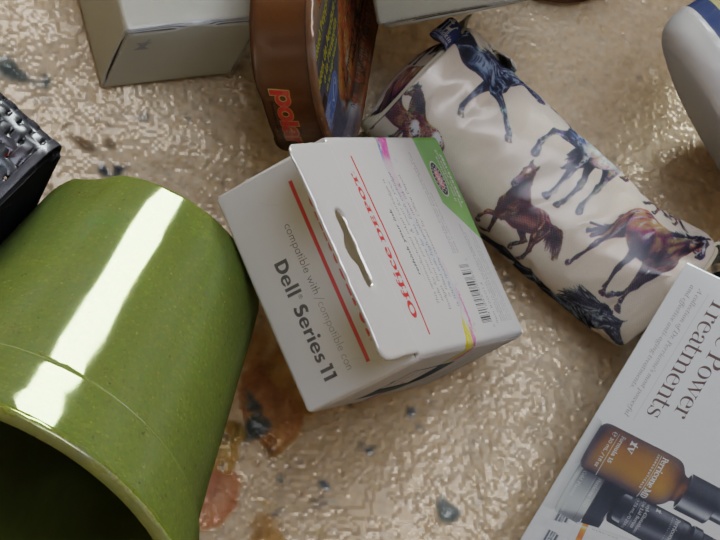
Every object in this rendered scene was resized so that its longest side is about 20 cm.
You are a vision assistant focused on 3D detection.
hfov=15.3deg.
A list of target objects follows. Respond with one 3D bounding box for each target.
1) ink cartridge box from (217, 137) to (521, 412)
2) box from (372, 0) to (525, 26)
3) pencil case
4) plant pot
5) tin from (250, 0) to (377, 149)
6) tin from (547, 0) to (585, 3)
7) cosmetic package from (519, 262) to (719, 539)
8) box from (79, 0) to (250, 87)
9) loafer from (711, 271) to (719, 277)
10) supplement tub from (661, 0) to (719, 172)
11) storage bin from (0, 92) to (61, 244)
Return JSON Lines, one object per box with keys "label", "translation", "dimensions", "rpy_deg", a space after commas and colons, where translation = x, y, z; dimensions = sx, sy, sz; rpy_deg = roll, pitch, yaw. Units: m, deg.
{"label": "ink cartridge box", "translation": [0.000, 0.000, 1.310], "dimensions": [0.118, 0.067, 0.200], "rpy_deg": [66, 20, 7]}
{"label": "box", "translation": [0.041, -0.234, 1.397], "dimensions": [0.095, 0.077, 0.202], "rpy_deg": [-26, 106, -65]}
{"label": "pencil case", "translation": [0.100, -0.046, 1.432], "dimensions": [0.200, 0.078, 0.090], "rpy_deg": [41, 79, 2]}
{"label": "plant pot", "translation": [-0.136, 0.059, 1.255], "dimensions": [0.199, 0.200, 0.191], "rpy_deg": [30, 49, -5]}
{"label": "tin", "translation": [-0.021, -0.152, 1.399], "dimensions": [0.042, 0.112, 0.201], "rpy_deg": [1, 51, 11]}
{"label": "tin", "translation": [0.079, -0.235, 1.532], "dimensions": [0.200, 0.042, 0.112], "rpy_deg": [41, 56, 2]}
{"label": "cosmetic package", "translation": [0.180, 0.116, 1.334], "dimensions": [0.150, 0.052, 0.201], "rpy_deg": [27, 78, 26]}
{"label": "box", "translation": [-0.119, -0.204, 1.429], "dimensions": [0.082, 0.068, 0.201], "rpy_deg": [-7, 70, -22]}
{"label": "loafer", "translation": [0.195, 0.098, 1.417], "dimensions": [0.071, 0.073, 0.202], "rpy_deg": [25, 59, -40]}
{"label": "supplement tub", "translation": [0.279, -0.120, 1.453], "dimensions": [0.199, 0.144, 0.145], "rpy_deg": [-30, 78, 1]}
{"label": "storage bin", "translation": [-0.245, -0.003, 1.256], "dimensions": [0.094, 0.135, 0.200], "rpy_deg": [40, 60, 1]}
